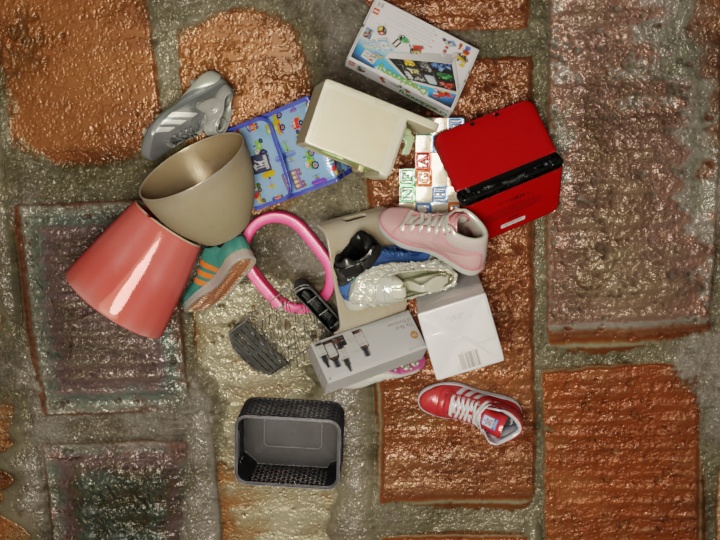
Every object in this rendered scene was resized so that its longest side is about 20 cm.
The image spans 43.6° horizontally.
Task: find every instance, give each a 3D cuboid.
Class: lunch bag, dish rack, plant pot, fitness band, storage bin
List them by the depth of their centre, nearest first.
[{"bbox_3d":[-0.258,-0.123,1.537,0.197,0.201,0.136,-22,120,8],"label":"plant pot"},{"bbox_3d":[-0.136,-0.205,1.579,0.197,0.094,0.153,-18,100,21],"label":"lunch bag"},{"bbox_3d":[-0.385,-0.011,1.582,0.199,0.200,0.179,35,94,-5],"label":"plant pot"},{"bbox_3d":[-0.134,0.114,1.631,0.199,0.055,0.154,-35,122,10],"label":"dish rack"},{"bbox_3d":[-0.132,-0.013,1.636,0.143,0.037,0.201,-38,99,10],"label":"fitness band"},{"bbox_3d":[-0.131,0.321,1.683,0.196,0.094,0.138,3,103,2],"label":"storage bin"}]

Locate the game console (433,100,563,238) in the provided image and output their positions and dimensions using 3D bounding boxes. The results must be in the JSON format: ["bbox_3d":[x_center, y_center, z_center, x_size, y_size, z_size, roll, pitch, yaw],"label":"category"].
[{"bbox_3d":[0.235,-0.165,1.552,0.197,0.119,0.174,-22,138,-12],"label":"game console"}]

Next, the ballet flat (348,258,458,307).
[{"bbox_3d":[0.077,0.020,1.497,0.197,0.071,0.073,-13,104,-24],"label":"ballet flat"}]

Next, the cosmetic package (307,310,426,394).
[{"bbox_3d":[0.013,0.143,1.596,0.197,0.051,0.083,-18,66,-21],"label":"cosmetic package"}]

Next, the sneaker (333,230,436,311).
[{"bbox_3d":[0.041,-0.027,1.544,0.198,0.077,0.113,-30,119,-18],"label":"sneaker"}]

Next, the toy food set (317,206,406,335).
[{"bbox_3d":[0.000,0.000,1.603,0.141,0.060,0.204,-15,102,-28],"label":"toy food set"}]

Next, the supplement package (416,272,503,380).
[{"bbox_3d":[0.168,0.087,1.557,0.119,0.200,0.122,-17,101,7],"label":"supplement package"}]

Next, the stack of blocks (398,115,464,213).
[{"bbox_3d":[0.123,-0.166,1.575,0.113,0.059,0.204,0,103,3],"label":"stack of blocks"}]

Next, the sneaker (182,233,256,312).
[{"bbox_3d":[-0.262,0.000,1.625,0.200,0.071,0.081,-41,62,32],"label":"sneaker"}]

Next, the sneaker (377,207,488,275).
[{"bbox_3d":[0.125,-0.075,1.494,0.198,0.076,0.105,26,146,12],"label":"sneaker"}]

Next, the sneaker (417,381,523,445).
[{"bbox_3d":[0.202,0.259,1.639,0.196,0.113,0.073,8,103,1],"label":"sneaker"}]

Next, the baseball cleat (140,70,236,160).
[{"bbox_3d":[-0.298,-0.251,1.564,0.200,0.070,0.107,-48,70,12],"label":"baseball cleat"}]

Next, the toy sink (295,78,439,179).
[{"bbox_3d":[0.008,-0.215,1.452,0.197,0.130,0.114,19,93,-13],"label":"toy sink"}]

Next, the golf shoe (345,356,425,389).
[{"bbox_3d":[0.020,0.176,1.661,0.196,0.076,0.092,-2,147,-12],"label":"golf shoe"}]

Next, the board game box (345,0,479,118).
[{"bbox_3d":[0.087,-0.359,1.519,0.197,0.035,0.128,26,75,-3],"label":"board game box"}]
